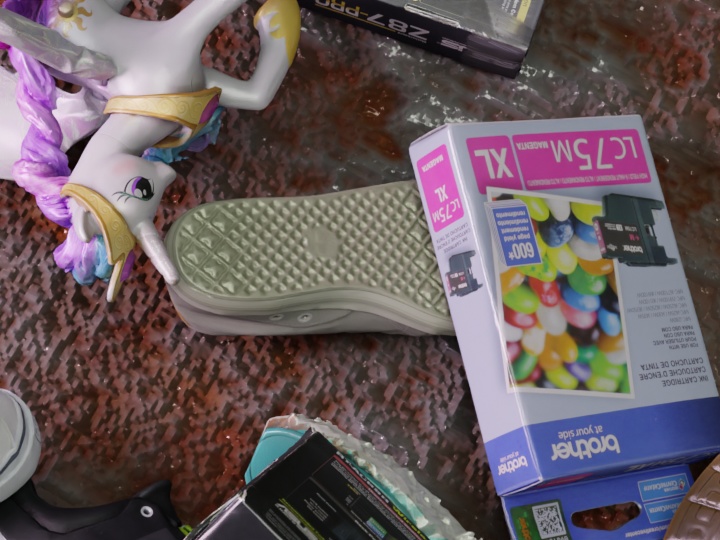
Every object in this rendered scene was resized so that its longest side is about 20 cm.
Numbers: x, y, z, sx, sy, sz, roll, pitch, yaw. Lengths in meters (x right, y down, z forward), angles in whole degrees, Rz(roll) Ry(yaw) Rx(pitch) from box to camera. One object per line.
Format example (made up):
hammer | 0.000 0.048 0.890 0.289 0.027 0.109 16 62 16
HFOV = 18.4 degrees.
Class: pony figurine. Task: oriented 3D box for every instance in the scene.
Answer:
pony figurine | -0.125 -0.101 0.987 0.193 0.167 0.200 27 69 9

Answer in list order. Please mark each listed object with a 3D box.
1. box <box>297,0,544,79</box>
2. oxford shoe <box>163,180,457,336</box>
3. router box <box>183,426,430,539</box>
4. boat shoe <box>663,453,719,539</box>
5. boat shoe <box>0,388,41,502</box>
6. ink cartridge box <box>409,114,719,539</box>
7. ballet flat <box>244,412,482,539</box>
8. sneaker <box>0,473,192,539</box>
box | 0.034 -0.214 1.094 0.161 0.049 0.200 18 75 2
oxford shoe | 0.000 0.000 1.037 0.200 0.058 0.075 0 67 -20
router box | 0.017 0.163 0.895 0.200 0.150 0.062 44 102 4
boat shoe | 0.171 0.160 1.007 0.072 0.065 0.200 14 73 36
boat shoe | -0.235 0.107 0.961 0.200 0.067 0.074 -38 58 -3
ink cartridge box | 0.101 0.028 1.021 0.119 0.042 0.200 -5 77 -34
ballet flat | 0.031 0.138 1.001 0.200 0.072 0.072 43 76 4
sneaker | -0.086 0.133 0.984 0.200 0.072 0.083 16 74 -1
